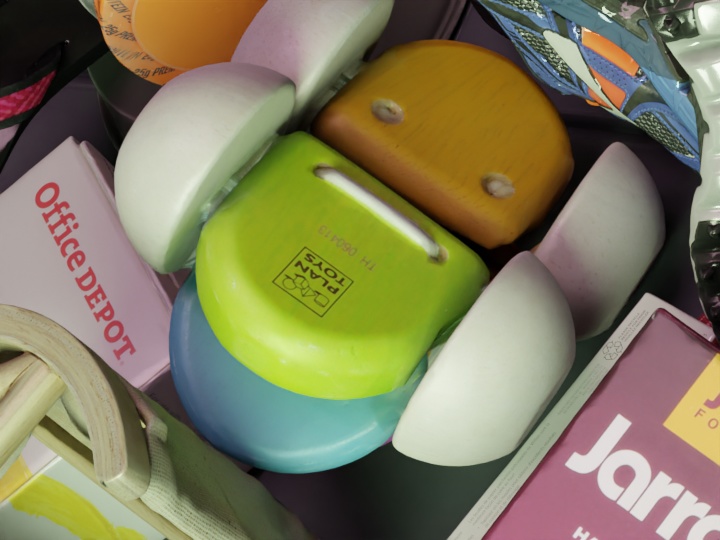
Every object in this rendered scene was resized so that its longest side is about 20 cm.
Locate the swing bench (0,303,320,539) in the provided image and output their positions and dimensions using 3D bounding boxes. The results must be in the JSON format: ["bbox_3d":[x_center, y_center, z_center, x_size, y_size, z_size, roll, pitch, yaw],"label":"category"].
[{"bbox_3d":[-0.117,0.122,0.960,0.200,0.199,0.130,-37,47,8],"label":"swing bench"}]

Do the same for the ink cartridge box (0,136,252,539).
[{"bbox_3d":[-0.147,0.066,1.097,0.200,0.083,0.145,-39,46,7],"label":"ink cartridge box"}]

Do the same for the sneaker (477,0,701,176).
[{"bbox_3d":[0.106,-0.087,0.994,0.200,0.078,0.075,45,63,4],"label":"sneaker"}]

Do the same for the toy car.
[{"bbox_3d":[0.000,0.000,0.994,0.200,0.175,0.150,-47,-10,-50],"label":"toy car"}]

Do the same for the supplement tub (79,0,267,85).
[{"bbox_3d":[-0.075,-0.180,1.134,0.122,0.123,0.200,-28,49,16],"label":"supplement tub"}]

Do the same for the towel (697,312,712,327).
[{"bbox_3d":[0.123,0.095,0.938,0.200,0.023,0.144,-45,45,-1],"label":"towel"}]

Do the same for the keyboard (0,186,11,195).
[{"bbox_3d":[-0.219,0.035,1.178,0.200,0.040,0.104,-36,5,-2],"label":"keyboard"}]

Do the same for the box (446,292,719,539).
[{"bbox_3d":[0.060,0.099,0.936,0.200,0.039,0.041,-51,43,-8],"label":"box"}]

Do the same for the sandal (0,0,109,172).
[{"bbox_3d":[-0.160,-0.087,1.136,0.075,0.045,0.200,36,61,8],"label":"sandal"}]

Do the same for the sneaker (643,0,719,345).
[{"bbox_3d":[0.147,-0.052,0.911,0.066,0.201,0.090,-5,20,30],"label":"sneaker"}]

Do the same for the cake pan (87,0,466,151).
[{"bbox_3d":[-0.043,-0.128,1.188,0.200,0.037,0.201,-18,52,24],"label":"cake pan"}]

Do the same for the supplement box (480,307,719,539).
[{"bbox_3d":[0.084,0.129,0.851,0.110,0.086,0.200,36,85,23],"label":"supplement box"}]

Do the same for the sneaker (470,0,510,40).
[{"bbox_3d":[0.142,-0.139,1.061,0.200,0.076,0.116,4,51,34],"label":"sneaker"}]
